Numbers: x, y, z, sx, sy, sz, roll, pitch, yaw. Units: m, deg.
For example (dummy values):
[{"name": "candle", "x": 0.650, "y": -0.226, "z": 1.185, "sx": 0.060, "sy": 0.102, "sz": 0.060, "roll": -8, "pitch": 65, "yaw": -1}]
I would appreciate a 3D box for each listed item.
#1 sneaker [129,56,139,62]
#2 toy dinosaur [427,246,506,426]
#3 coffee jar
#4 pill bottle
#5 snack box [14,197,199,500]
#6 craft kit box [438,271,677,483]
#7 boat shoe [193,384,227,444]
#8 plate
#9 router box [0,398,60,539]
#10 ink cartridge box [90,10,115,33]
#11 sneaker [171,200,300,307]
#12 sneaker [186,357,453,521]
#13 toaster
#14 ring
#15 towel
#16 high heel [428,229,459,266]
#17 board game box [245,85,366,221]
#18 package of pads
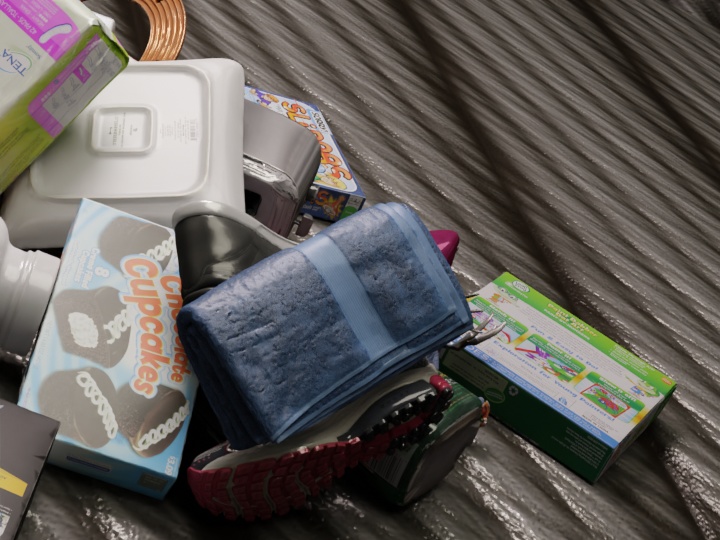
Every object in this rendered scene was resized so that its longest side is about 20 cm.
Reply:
[{"name": "sneaker", "x": -0.241, "y": -0.174, "z": 1.565, "sx": 0.199, "sy": 0.075, "sz": 0.090, "roll": 30, "pitch": 32, "yaw": 23}, {"name": "toy dinosaur", "x": 0.050, "y": 0.055, "z": 1.374, "sx": 0.105, "sy": 0.199, "sz": 0.183, "roll": 28, "pitch": 56, "yaw": -43}, {"name": "coffee jar", "x": -0.011, "y": 0.086, "z": 1.248, "sx": 0.200, "sy": 0.086, "sz": 0.104, "roll": 37, "pitch": 34, "yaw": 20}, {"name": "pill bottle", "x": -0.313, "y": -0.007, "z": 1.117, "sx": 0.199, "sy": 0.105, "sz": 0.104, "roll": 21, "pitch": 25, "yaw": -13}, {"name": "snack box", "x": -0.167, "y": 0.051, "z": 1.133, "sx": 0.116, "sy": 0.037, "sz": 0.201, "roll": 20, "pitch": 50, "yaw": -13}, {"name": "craft kit box", "x": 0.169, "y": 0.090, "z": 1.469, "sx": 0.199, "sy": 0.049, "sz": 0.197, "roll": 34, "pitch": 28, "yaw": 16}, {"name": "boat shoe", "x": -0.118, "y": 0.068, "z": 1.208, "sx": 0.068, "sy": 0.072, "sz": 0.200, "roll": -3, "pitch": 44, "yaw": -49}, {"name": "plate", "x": -0.195, "y": -0.107, "z": 1.341, "sx": 0.198, "sy": 0.032, "sz": 0.201, "roll": -1, "pitch": 53, "yaw": -3}, {"name": "router box", "x": -0.292, "y": 0.113, "z": 0.962, "sx": 0.199, "sy": 0.052, "sz": 0.157, "roll": 23, "pitch": 25, "yaw": -8}, {"name": "ink cartridge box", "x": -0.331, "y": -0.185, "z": 1.419, "sx": 0.199, "sy": 0.050, "sz": 0.163, "roll": 22, "pitch": 58, "yaw": -13}, {"name": "sneaker", "x": -0.056, "y": 0.031, "z": 1.165, "sx": 0.199, "sy": 0.070, "sz": 0.100, "roll": 25, "pitch": 55, "yaw": -37}, {"name": "sneaker", "x": -0.034, "y": 0.109, "z": 1.133, "sx": 0.199, "sy": 0.081, "sz": 0.075, "roll": -23, "pitch": 59, "yaw": -28}, {"name": "toaster", "x": -0.133, "y": -0.088, "z": 1.440, "sx": 0.199, "sy": 0.114, "sz": 0.129, "roll": 22, "pitch": 27, "yaw": -7}, {"name": "ring", "x": -0.253, "y": -0.203, "z": 1.511, "sx": 0.200, "sy": 0.200, "sz": 0.019, "roll": 46, "pitch": -11, "yaw": 37}, {"name": "towel", "x": -0.021, "y": 0.032, "z": 1.092, "sx": 0.199, "sy": 0.048, "sz": 0.112, "roll": -28, "pitch": 88, "yaw": -32}, {"name": "high heel", "x": 0.000, "y": 0.000, "z": 1.350, "sx": 0.199, "sy": 0.096, "sz": 0.068, "roll": 14, "pitch": -36, "yaw": 51}, {"name": "board game box", "x": -0.084, "y": -0.124, "z": 1.650, "sx": 0.135, "sy": 0.035, "sz": 0.200, "roll": 13, "pitch": 28, "yaw": -26}, {"name": "package of pads", "x": -0.301, "y": -0.151, "z": 1.312, "sx": 0.154, "sy": 0.200, "sz": 0.068, "roll": 42, "pitch": -5, "yaw": 33}]
